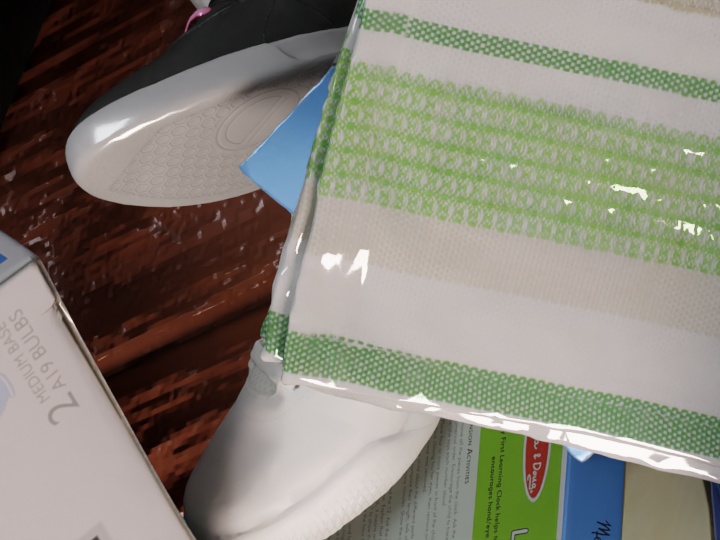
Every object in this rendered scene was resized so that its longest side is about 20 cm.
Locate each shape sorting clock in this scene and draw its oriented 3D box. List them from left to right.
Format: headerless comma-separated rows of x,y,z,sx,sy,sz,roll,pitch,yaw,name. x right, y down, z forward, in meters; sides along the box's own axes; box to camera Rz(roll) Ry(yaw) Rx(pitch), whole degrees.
0.028,0.108,0.891,0.200,0.039,0.200,-22,55,36,shape sorting clock

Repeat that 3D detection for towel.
0.067,-0.050,0.738,0.031,0.149,0.200,-95,19,-71,towel

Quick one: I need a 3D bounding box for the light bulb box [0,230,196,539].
-0.148,0.073,0.895,0.125,0.198,0.200,-38,34,-16,light bulb box

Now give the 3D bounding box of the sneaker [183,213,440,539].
0.000,0.000,0.888,0.200,0.088,0.075,-49,33,2,sneaker

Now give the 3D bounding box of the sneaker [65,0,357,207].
-0.024,-0.093,0.894,0.099,0.200,0.071,54,152,17,sneaker

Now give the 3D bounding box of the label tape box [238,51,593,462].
0.083,-0.046,0.784,0.200,0.144,0.063,-46,13,13,label tape box

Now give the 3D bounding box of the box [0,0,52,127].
-0.225,-0.079,1.073,0.124,0.149,0.200,24,93,41,box

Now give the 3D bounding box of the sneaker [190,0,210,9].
-0.021,-0.094,0.979,0.071,0.073,0.200,-47,50,50,sneaker

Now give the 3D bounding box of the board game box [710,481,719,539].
0.150,0.056,0.735,0.135,0.034,0.200,-46,19,26,board game box
